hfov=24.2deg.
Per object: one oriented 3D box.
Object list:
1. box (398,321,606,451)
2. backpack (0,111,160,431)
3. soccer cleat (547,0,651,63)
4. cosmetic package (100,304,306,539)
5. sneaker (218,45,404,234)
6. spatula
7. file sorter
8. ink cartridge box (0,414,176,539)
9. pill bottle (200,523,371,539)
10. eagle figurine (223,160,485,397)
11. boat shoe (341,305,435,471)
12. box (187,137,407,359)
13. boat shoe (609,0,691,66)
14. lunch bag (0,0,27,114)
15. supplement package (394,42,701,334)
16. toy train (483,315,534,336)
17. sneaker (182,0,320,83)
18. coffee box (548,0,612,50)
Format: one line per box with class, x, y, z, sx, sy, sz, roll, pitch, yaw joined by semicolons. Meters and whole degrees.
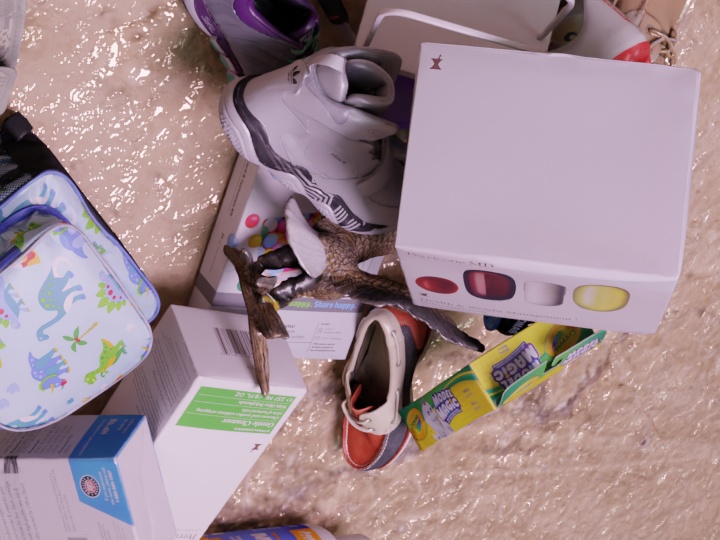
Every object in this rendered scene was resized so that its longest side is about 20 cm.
box;0.117;0.087;1.394;0.117;0.048;0.200;-29;176;-25
backpack;-0.263;0.026;1.203;0.200;0.147;0.183;-36;131;-5
soccer cleat;0.143;-0.135;1.326;0.200;0.085;0.069;-41;166;33
cosmetic package;-0.143;0.128;1.364;0.108;0.085;0.200;8;130;-35
sneaker;0.002;-0.094;1.222;0.115;0.075;0.200;-22;142;38
spatula;-0.006;-0.187;1.308;0.200;0.056;0.021;55;48;-38
file sorter;0.092;-0.239;1.196;0.139;0.125;0.200;16;80;-5
ink cartridge box;-0.257;0.176;1.310;0.200;0.067;0.116;-2;118;17
pill bottle;-0.078;0.291;1.535;0.200;0.112;0.112;-1;120;-35
eagle figurine;-0.002;-0.001;1.330;0.200;0.151;0.152;-9;110;-18
boat shoe;0.014;0.105;1.483;0.063;0.071;0.200;-31;146;-46
box;-0.051;-0.021;1.392;0.156;0.041;0.200;4;116;-37
boat shoe;0.227;-0.175;1.352;0.071;0.065;0.200;13;111;-42
lunch bag;-0.304;-0.165;1.066;0.164;0.118;0.200;-11;131;-29
supplement package;0.131;-0.052;1.186;0.200;0.191;0.147;64;33;-76
toy train;0.159;-0.018;1.437;0.087;0.114;0.200;10;150;-11
sneaker;-0.054;-0.154;1.242;0.074;0.087;0.200;-56;130;-22
coffee box;0.143;-0.223;1.361;0.113;0.080;0.200;-35;134;-10
